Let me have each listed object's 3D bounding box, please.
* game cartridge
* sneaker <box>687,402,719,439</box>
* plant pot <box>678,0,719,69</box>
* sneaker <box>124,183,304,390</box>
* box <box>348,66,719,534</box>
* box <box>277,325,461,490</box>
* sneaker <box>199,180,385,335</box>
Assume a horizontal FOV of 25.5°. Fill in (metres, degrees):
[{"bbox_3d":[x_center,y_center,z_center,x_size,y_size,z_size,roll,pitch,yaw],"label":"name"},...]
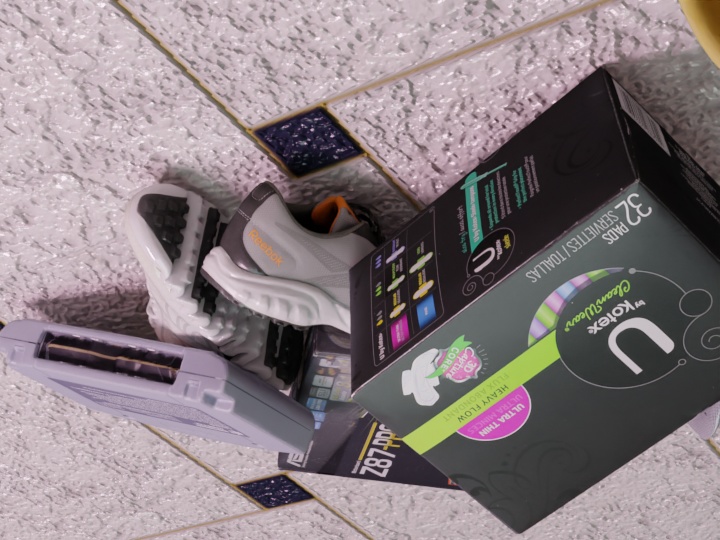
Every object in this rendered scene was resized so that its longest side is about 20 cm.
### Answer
[{"bbox_3d":[-0.135,0.080,1.082,0.199,0.041,0.133,8,158,32],"label":"game cartridge"},{"bbox_3d":[0.176,0.062,1.021,0.075,0.116,0.200,13,145,-14],"label":"sneaker"},{"bbox_3d":[0.245,-0.168,0.620,0.188,0.202,0.201,-3,149,-17],"label":"plant pot"},{"bbox_3d":[-0.108,0.017,1.024,0.081,0.076,0.200,-1,146,24],"label":"sneaker"},{"bbox_3d":[0.111,0.020,0.890,0.200,0.125,0.148,-39,117,23],"label":"box"},{"bbox_3d":[0.032,0.093,1.137,0.160,0.049,0.200,9,149,-7],"label":"box"},{"bbox_3d":[0.000,0.000,0.985,0.199,0.074,0.080,16,106,-39],"label":"sneaker"}]
